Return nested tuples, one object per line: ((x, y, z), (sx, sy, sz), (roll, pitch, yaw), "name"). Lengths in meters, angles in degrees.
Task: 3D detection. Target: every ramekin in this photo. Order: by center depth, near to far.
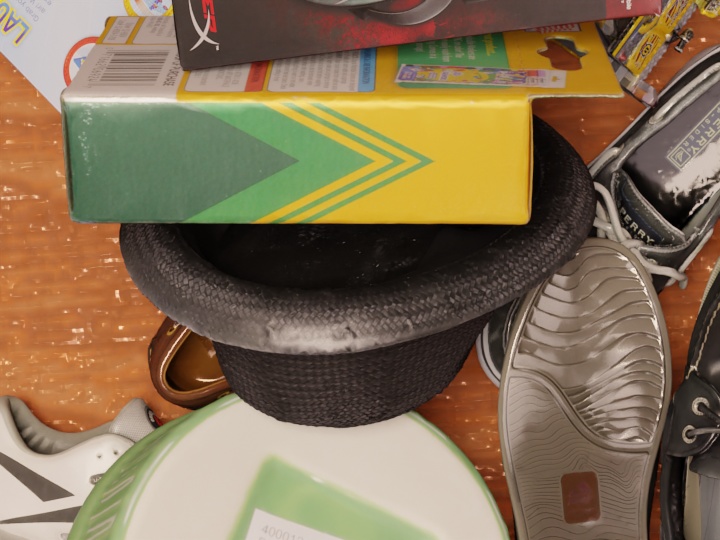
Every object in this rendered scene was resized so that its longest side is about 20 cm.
((-0.028, 0.143, 0.840), (0.199, 0.098, 0.201), (4, 73, -14), "ramekin")

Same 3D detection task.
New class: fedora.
((0.000, 0.000, 0.811), (0.200, 0.201, 0.092), (4, 126, 6), "fedora")

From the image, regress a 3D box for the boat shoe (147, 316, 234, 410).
((-0.014, 0.001, 0.898), (0.200, 0.068, 0.072), (-36, 92, 9), "boat shoe")

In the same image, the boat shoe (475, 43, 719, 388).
((0.124, -0.020, 0.880), (0.074, 0.068, 0.199), (45, 100, -1), "boat shoe")

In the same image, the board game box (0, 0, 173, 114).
((-0.100, -0.180, 0.859), (0.200, 0.056, 0.196), (45, 101, 19), "board game box")

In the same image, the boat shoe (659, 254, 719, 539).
((0.158, 0.079, 0.796), (0.074, 0.066, 0.200), (18, 122, 17), "boat shoe")

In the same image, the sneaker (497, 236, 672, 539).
((0.093, 0.080, 0.876), (0.074, 0.106, 0.201), (1, 98, -2), "sneaker")

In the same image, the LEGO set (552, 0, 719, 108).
((0.117, -0.163, 0.818), (0.116, 0.154, 0.200), (39, 88, 27), "LEGO set")

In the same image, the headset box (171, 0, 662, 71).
((0.023, -0.163, 0.712), (0.199, 0.077, 0.150), (-6, 110, -1), "headset box")

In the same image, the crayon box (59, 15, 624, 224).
((-0.005, -0.060, 0.745), (0.199, 0.126, 0.052), (0, 110, 1), "crayon box")

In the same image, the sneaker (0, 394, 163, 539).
((-0.093, 0.110, 0.918), (0.199, 0.074, 0.089), (13, 101, 4), "sneaker")
